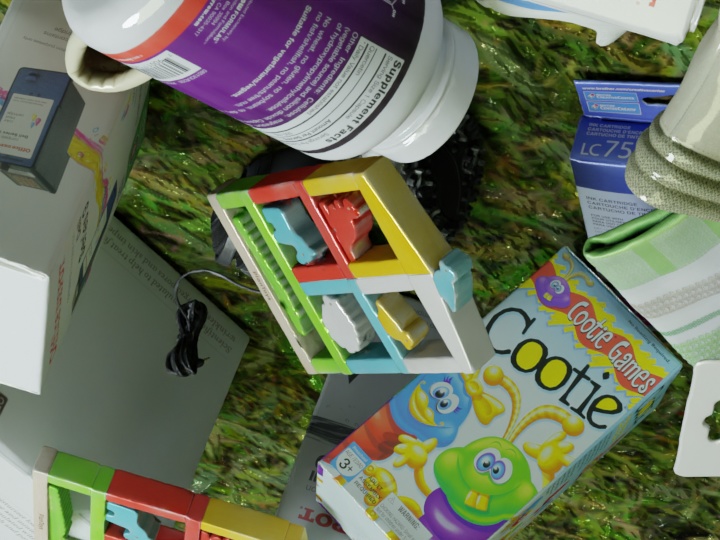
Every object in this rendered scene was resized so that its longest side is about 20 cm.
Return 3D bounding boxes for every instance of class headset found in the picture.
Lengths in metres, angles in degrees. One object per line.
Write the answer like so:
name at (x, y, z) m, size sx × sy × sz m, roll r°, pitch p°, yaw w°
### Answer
headset at (-0.048, -0.002, 1.370) m, size 0.200 × 0.094 × 0.123 m, roll -29°, pitch 124°, yaw 36°

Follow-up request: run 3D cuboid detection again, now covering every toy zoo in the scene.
toy zoo at (-0.108, 0.177, 1.365) m, size 0.200 × 0.020 × 0.131 m, roll 16°, pitch 146°, yaw 4°
toy zoo at (0.000, 0.000, 1.244) m, size 0.200 × 0.020 × 0.131 m, roll -6°, pitch 118°, yaw 56°

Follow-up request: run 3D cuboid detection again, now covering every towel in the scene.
towel at (0.235, 0.011, 1.227) m, size 0.149 × 0.031 × 0.200 m, roll -28°, pitch 137°, yaw 23°

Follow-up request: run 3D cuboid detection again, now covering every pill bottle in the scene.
pill bottle at (-0.039, -0.125, 1.065) m, size 0.200 × 0.113 × 0.112 m, roll 24°, pitch 151°, yaw -36°

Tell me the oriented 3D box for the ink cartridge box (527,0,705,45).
ink cartridge box at (0.074, -0.203, 0.967) m, size 0.200 × 0.084 × 0.146 m, roll 17°, pitch 120°, yaw 4°

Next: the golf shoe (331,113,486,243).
golf shoe at (0.007, -0.085, 1.252) m, size 0.094 × 0.078 × 0.200 m, roll 20°, pitch 150°, yaw 34°

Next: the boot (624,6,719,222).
boot at (0.212, -0.097, 0.988) m, size 0.072 × 0.200 × 0.155 m, roll 44°, pitch 124°, yaw 32°

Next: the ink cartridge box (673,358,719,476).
ink cartridge box at (0.273, 0.054, 1.214) m, size 0.200 × 0.068 × 0.117 m, roll -3°, pitch 140°, yaw -4°

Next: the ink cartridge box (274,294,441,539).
ink cartridge box at (0.034, 0.129, 1.419) m, size 0.146 × 0.200 × 0.084 m, roll 18°, pitch 148°, yaw 3°

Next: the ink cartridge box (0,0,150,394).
ink cartridge box at (-0.191, -0.051, 1.275) m, size 0.087 × 0.200 × 0.145 m, roll 19°, pitch 147°, yaw 1°

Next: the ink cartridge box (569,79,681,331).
ink cartridge box at (0.189, -0.031, 1.252) m, size 0.119 × 0.042 × 0.200 m, roll 6°, pitch 144°, yaw 20°

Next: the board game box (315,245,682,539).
board game box at (0.080, 0.098, 1.311) m, size 0.103 × 0.200 × 0.105 m, roll 47°, pitch 166°, yaw 12°

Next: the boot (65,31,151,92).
boot at (-0.082, -0.158, 1.147) m, size 0.075 × 0.107 × 0.200 m, roll 39°, pitch 141°, yaw -23°

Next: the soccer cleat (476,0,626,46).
soccer cleat at (0.056, -0.167, 1.092) m, size 0.200 × 0.070 × 0.086 m, roll 24°, pitch 153°, yaw -3°

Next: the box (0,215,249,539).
box at (-0.210, 0.078, 1.479) m, size 0.131 × 0.200 × 0.199 m, roll -12°, pitch 135°, yaw 42°
